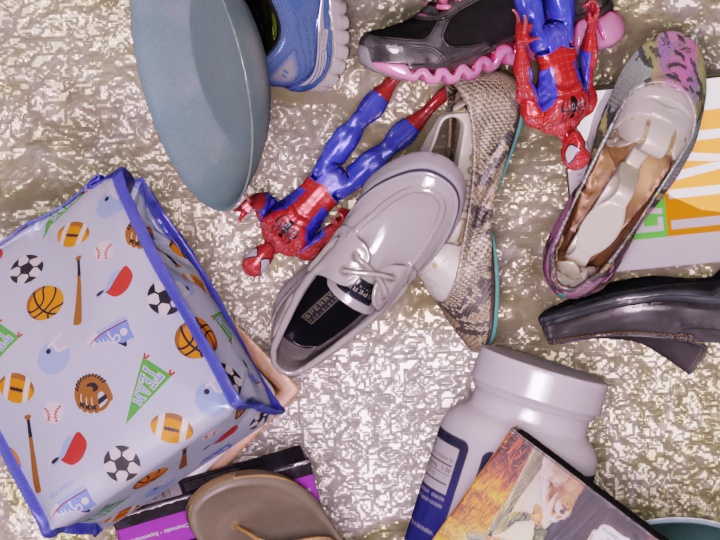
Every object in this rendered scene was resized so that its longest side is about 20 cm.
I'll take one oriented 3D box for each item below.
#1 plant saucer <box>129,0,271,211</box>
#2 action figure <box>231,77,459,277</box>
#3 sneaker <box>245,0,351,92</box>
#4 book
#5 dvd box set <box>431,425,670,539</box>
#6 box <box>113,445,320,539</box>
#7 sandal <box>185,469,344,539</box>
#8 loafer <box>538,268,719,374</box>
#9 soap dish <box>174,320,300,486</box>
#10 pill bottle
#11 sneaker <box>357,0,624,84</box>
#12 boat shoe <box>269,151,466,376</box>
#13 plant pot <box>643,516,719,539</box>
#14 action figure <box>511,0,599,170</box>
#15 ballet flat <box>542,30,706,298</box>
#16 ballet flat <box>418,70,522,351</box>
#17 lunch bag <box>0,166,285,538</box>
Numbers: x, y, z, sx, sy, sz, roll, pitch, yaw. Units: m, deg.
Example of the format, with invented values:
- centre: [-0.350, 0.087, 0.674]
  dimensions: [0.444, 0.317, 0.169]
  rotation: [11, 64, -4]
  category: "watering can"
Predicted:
- centre: [-0.103, -0.142, 1.675]
  dimensions: [0.039, 0.201, 0.201]
  rotation: [-17, 92, -24]
  category: "plant saucer"
- centre: [-0.018, -0.070, 1.709]
  dimensions: [0.065, 0.099, 0.200]
  rotation: [42, 98, 2]
  category: "action figure"
- centre: [-0.054, -0.223, 1.688]
  dimensions: [0.089, 0.079, 0.200]
  rotation: [-5, 100, -33]
  category: "sneaker"
- centre: [0.246, -0.072, 1.717]
  dimensions: [0.200, 0.048, 0.134]
  rotation: [-6, 97, 3]
  category: "book"
- centre: [0.103, 0.226, 1.624]
  dimensions: [0.146, 0.029, 0.200]
  rotation: [38, 99, 14]
  category: "dvd box set"
- centre: [-0.086, 0.235, 1.716]
  dimensions: [0.143, 0.036, 0.200]
  rotation: [-15, 111, -8]
  category: "box"
- centre: [-0.038, 0.213, 1.671]
  dimensions: [0.080, 0.054, 0.200]
  rotation: [-38, 113, 1]
  category: "sandal"
- centre: [0.227, 0.039, 1.709]
  dimensions: [0.200, 0.073, 0.072]
  rotation: [-8, 97, 6]
  category: "loafer"
- centre: [-0.165, 0.068, 1.732]
  dimensions: [0.157, 0.081, 0.200]
  rotation: [-45, 89, 5]
  category: "soap dish"
- centre: [0.100, 0.160, 1.701]
  dimensions: [0.116, 0.116, 0.200]
  rotation: [18, 95, 3]
  category: "pill bottle"
- centre: [0.087, -0.186, 1.673]
  dimensions: [0.200, 0.079, 0.096]
  rotation: [-15, 112, -22]
  category: "sneaker"
- centre: [0.000, 0.000, 1.663]
  dimensions: [0.072, 0.066, 0.200]
  rotation: [37, 125, -17]
  category: "boat shoe"
- centre: [0.224, 0.263, 1.687]
  dimensions: [0.200, 0.134, 0.201]
  rotation: [0, 92, 9]
  category: "plant pot"
- centre: [0.127, -0.165, 1.635]
  dimensions: [0.065, 0.052, 0.200]
  rotation: [-18, 104, -25]
  category: "action figure"
- centre: [0.184, -0.067, 1.661]
  dimensions: [0.069, 0.071, 0.200]
  rotation: [26, 99, -3]
  category: "ballet flat"
- centre: [0.066, -0.043, 1.708]
  dimensions: [0.075, 0.068, 0.200]
  rotation: [3, 100, -24]
  category: "ballet flat"
- centre: [-0.175, 0.053, 1.628]
  dimensions: [0.170, 0.124, 0.200]
  rotation: [-35, 76, 7]
  category: "lunch bag"
